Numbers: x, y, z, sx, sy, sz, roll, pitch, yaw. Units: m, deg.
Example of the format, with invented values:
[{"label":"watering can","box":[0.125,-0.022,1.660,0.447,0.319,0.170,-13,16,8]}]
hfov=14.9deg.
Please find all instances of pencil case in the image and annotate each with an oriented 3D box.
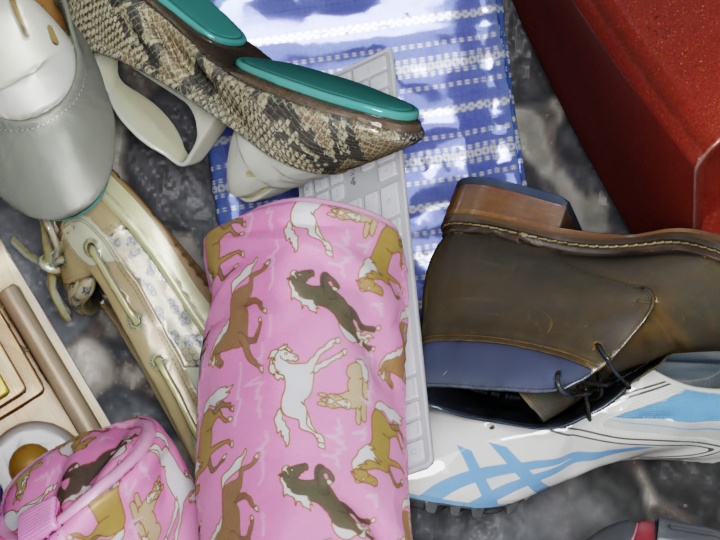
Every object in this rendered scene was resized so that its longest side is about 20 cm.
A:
[{"label":"pencil case","box":[-0.076,0.161,1.133,0.086,0.083,0.201,-31,110,-8]},{"label":"pencil case","box":[-0.019,0.068,1.100,0.082,0.086,0.201,-18,59,28]}]

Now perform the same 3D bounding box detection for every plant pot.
[{"label":"plant pot","box":[0.164,-0.132,1.191,0.199,0.200,0.176,-37,70,-8]}]

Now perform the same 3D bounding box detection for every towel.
[{"label":"towel","box":[0.005,-0.041,1.244,0.144,0.024,0.201,-8,81,-3]}]

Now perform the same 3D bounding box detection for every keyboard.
[{"label":"keyboard","box":[0.000,0.000,1.179,0.056,0.011,0.201,-27,56,35]}]

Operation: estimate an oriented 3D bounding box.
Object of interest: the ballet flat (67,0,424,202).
[{"label":"ballet flat","box":[-0.058,-0.076,1.208,0.199,0.068,0.076,31,109,29]}]

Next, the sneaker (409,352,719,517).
[{"label":"sneaker","box":[0.090,0.057,1.197,0.199,0.072,0.073,-11,115,-11]}]

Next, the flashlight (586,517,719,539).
[{"label":"flashlight","box":[0.055,0.128,1.198,0.199,0.068,0.068,10,117,4]}]

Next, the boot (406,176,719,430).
[{"label":"boot","box":[0.112,0.033,1.139,0.199,0.075,0.097,16,73,29]}]

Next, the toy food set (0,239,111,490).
[{"label":"toy food set","box":[-0.179,0.086,1.196,0.143,0.060,0.201,-31,83,-7]}]

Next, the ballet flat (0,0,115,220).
[{"label":"ballet flat","box":[-0.157,-0.111,1.194,0.067,0.064,0.201,-21,56,3]}]

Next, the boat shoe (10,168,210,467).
[{"label":"boat shoe","box":[-0.097,0.017,1.200,0.063,0.073,0.200,-41,75,-6]}]
